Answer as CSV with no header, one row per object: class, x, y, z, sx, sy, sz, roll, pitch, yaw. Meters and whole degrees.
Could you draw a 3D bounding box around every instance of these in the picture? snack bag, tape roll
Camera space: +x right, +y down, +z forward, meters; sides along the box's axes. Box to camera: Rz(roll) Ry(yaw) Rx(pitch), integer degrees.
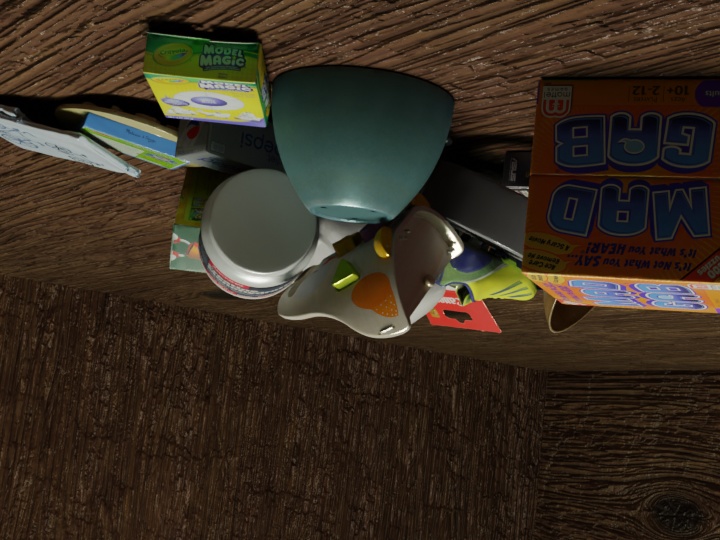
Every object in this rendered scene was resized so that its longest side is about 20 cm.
snack bag,-0.400,-0.171,1.702,0.200,0.021,0.189,15,173,17
tape roll,0.172,-0.063,1.643,0.200,0.066,0.200,26,-178,-1

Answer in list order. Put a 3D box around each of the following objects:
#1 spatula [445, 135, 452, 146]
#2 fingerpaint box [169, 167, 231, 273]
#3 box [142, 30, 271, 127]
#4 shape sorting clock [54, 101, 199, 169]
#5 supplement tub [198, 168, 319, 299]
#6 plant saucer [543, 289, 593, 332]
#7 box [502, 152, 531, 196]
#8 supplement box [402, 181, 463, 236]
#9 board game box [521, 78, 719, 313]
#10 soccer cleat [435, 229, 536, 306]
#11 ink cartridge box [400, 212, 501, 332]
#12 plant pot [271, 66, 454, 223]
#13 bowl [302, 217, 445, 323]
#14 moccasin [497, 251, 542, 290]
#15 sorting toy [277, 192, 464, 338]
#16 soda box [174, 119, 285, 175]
spatula,0.010,-0.159,1.584,0.200,0.021,0.057,1,145,8
fingerpaint box,-0.166,-0.065,1.819,0.167,0.073,0.200,6,-153,-6
box,-0.156,-0.198,1.378,0.117,0.048,0.200,6,170,1
shape sorting clock,-0.282,-0.169,1.664,0.200,0.039,0.200,17,175,2
supplement tub,-0.124,-0.044,1.616,0.140,0.141,0.200,7,172,-7
plant saucer,0.278,-0.015,1.598,0.035,0.200,0.200,38,-176,23
box,0.285,-0.101,1.681,0.158,0.048,0.200,3,171,25
supplement box,0.065,-0.069,1.871,0.103,0.101,0.200,15,168,-41
board game box,0.293,-0.072,1.373,0.200,0.200,0.200,3,171,21
soccer cleat,0.155,0.011,1.691,0.065,0.084,0.200,28,-178,39
ink cartridge box,0.078,0.012,1.759,0.161,0.050,0.200,5,131,57
plant pot,-0.003,-0.126,1.448,0.200,0.135,0.200,6,171,1
bowl,0.000,0.000,1.728,0.200,0.075,0.200,47,158,2
moccasin,0.280,-0.003,2.203,0.200,0.068,0.080,5,144,-47
sorting toy,-0.003,0.001,1.545,0.180,0.107,0.200,-19,-162,30
soda box,-0.126,-0.146,1.629,0.200,0.064,0.068,15,168,-43
